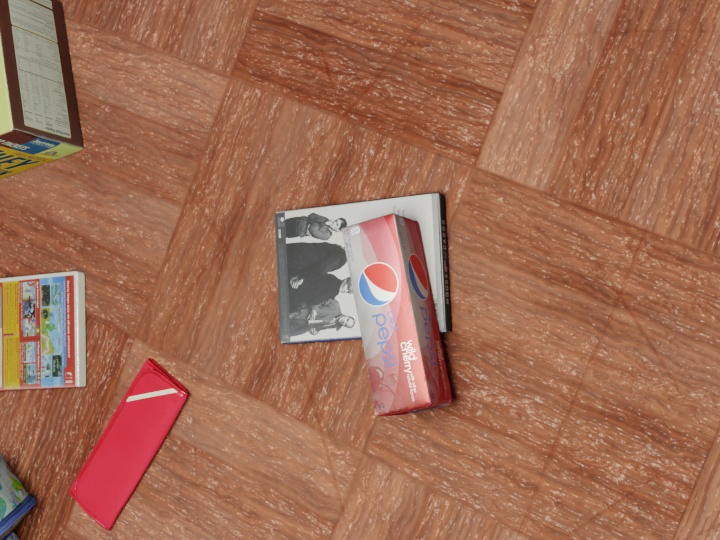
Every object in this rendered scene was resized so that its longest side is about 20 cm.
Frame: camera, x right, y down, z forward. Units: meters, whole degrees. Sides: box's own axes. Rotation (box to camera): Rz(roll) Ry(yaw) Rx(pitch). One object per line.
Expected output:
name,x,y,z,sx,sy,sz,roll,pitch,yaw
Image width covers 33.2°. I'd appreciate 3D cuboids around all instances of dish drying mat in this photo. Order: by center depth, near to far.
dish drying mat,-0.278,0.207,1.439,0.077,0.018,0.200,36,101,23

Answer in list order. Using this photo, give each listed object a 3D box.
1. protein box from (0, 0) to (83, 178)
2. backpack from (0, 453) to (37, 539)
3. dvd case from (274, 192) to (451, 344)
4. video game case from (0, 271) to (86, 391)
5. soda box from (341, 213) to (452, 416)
protein box,-0.476,-0.229,1.506,0.198,0.135,0.200,-15,79,23
backpack,-0.487,0.321,1.446,0.200,0.183,0.147,-36,95,15
dvd case,0.000,0.000,1.321,0.200,0.025,0.151,-5,83,24
video game case,-0.431,0.079,1.524,0.200,0.017,0.143,-5,83,25
soda box,0.038,0.047,1.246,0.063,0.070,0.200,-15,79,23
